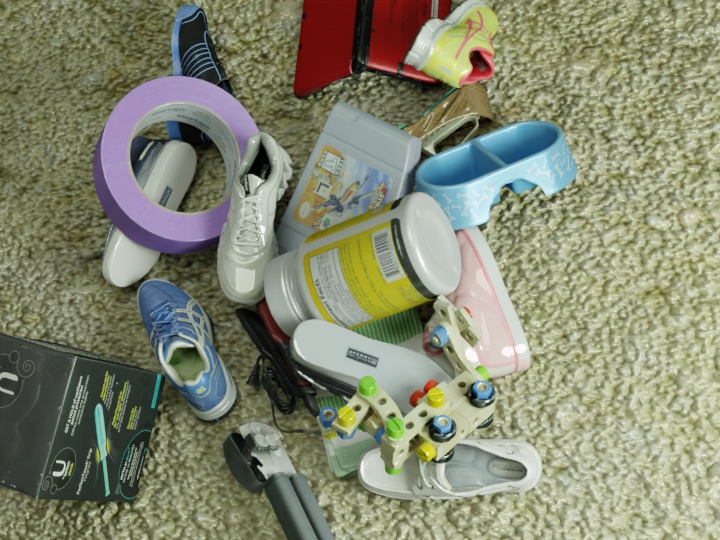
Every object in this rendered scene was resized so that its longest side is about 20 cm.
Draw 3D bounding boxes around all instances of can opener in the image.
[{"bbox_3d":[-0.082,0.245,1.541,0.067,0.052,0.201,-55,49,25],"label":"can opener"}]

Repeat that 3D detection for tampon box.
[{"bbox_3d":[-0.325,0.159,1.545,0.125,0.200,0.152,13,85,22],"label":"tampon box"}]

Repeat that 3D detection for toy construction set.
[{"bbox_3d":[0.062,0.126,1.467,0.131,0.093,0.200,34,69,29],"label":"toy construction set"}]

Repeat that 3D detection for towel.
[{"bbox_3d":[0.011,0.117,1.594,0.151,0.023,0.202,-22,59,3],"label":"towel"}]

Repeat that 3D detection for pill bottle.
[{"bbox_3d":[0.000,0.000,1.556,0.198,0.114,0.116,-20,57,27],"label":"pill bottle"}]

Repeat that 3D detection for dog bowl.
[{"bbox_3d":[0.149,-0.112,1.619,0.198,0.050,0.112,-23,32,-13],"label":"dog bowl"}]

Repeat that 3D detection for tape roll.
[{"bbox_3d":[-0.215,-0.125,1.703,0.197,0.066,0.203,5,75,-18],"label":"tape roll"}]

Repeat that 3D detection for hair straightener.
[{"bbox_3d":[-0.092,0.113,1.616,0.077,0.041,0.201,-52,53,27],"label":"hair straightener"}]

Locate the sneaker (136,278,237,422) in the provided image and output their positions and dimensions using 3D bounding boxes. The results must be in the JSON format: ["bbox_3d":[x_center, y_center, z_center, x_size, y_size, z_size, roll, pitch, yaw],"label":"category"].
[{"bbox_3d":[-0.204,0.078,1.645,0.075,0.077,0.201,-35,58,-3],"label":"sneaker"}]

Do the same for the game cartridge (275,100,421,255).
[{"bbox_3d":[-0.013,-0.080,1.656,0.132,0.041,0.202,28,97,31],"label":"game cartridge"}]

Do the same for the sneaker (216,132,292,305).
[{"bbox_3d":[-0.125,-0.062,1.634,0.074,0.081,0.203,6,73,3],"label":"sneaker"}]

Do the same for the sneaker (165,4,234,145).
[{"bbox_3d":[-0.199,-0.250,1.827,0.077,0.070,0.203,-3,68,10],"label":"sneaker"}]

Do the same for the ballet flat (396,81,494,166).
[{"bbox_3d":[0.076,-0.148,1.700,0.199,0.068,0.073,-33,74,-8],"label":"ballet flat"}]

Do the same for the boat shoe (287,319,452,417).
[{"bbox_3d":[0.013,0.120,1.544,0.198,0.068,0.072,21,60,-1],"label":"boat shoe"}]

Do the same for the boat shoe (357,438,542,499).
[{"bbox_3d":[0.087,0.202,1.491,0.197,0.069,0.072,-5,85,14],"label":"boat shoe"}]

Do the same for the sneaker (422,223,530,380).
[{"bbox_3d":[0.105,0.033,1.574,0.103,0.076,0.202,-17,63,-8],"label":"sneaker"}]

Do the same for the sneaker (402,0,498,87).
[{"bbox_3d":[0.126,-0.258,1.697,0.090,0.079,0.200,36,35,10],"label":"sneaker"}]

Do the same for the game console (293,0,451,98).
[{"bbox_3d":[0.018,-0.309,1.821,0.170,0.119,0.203,12,63,-13],"label":"game console"}]

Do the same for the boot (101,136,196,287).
[{"bbox_3d":[-0.280,-0.074,1.761,0.089,0.073,0.202,11,64,37],"label":"boot"}]
